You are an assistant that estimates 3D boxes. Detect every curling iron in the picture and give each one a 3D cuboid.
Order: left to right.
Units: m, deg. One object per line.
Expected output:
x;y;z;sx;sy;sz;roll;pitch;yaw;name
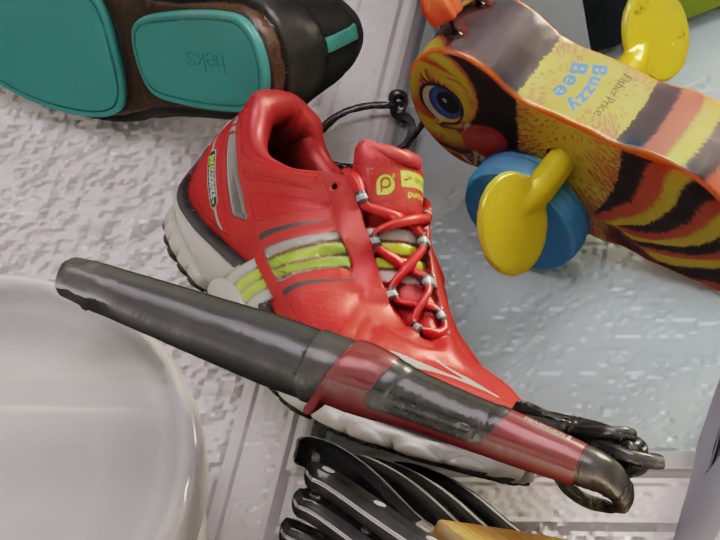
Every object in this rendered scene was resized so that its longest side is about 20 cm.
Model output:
-0.003;0.036;0.915;0.199;0.050;0.026;18;79;9;curling iron

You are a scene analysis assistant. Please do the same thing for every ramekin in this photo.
-0.138;0.102;0.950;0.202;0.094;0.203;-8;44;8;ramekin

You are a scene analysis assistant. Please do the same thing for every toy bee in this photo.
0.058;-0.054;1.046;0.199;0.109;0.131;0;47;16;toy bee

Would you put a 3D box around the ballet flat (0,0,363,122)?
-0.076;-0.092;1.152;0.200;0.068;0.068;15;29;43;ballet flat

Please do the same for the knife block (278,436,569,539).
0.060;0.121;0.889;0.199;0.064;0.176;24;11;-3;knife block

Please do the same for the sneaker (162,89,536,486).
0.000;0.000;1.006;0.200;0.077;0.085;43;110;42;sneaker

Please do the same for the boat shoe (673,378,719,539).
0.150;0.053;0.948;0.065;0.074;0.200;30;44;-2;boat shoe

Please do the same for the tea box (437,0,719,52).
0.091;-0.204;1.171;0.196;0.134;0.200;-21;43;-7;tea box
